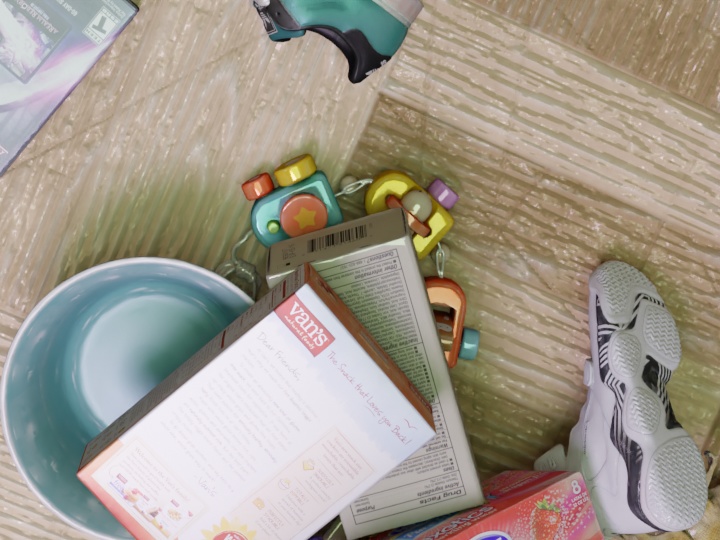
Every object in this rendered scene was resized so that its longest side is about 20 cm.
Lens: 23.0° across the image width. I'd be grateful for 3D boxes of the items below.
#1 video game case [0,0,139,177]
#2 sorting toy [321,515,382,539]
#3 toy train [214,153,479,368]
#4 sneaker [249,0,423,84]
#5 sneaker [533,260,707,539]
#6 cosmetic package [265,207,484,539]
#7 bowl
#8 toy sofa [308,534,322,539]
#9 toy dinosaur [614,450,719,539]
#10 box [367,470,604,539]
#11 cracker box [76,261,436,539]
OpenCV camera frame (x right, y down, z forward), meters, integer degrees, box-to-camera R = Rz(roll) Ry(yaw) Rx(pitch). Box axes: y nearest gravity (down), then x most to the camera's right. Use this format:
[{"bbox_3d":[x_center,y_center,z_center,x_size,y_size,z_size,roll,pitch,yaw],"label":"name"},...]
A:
[{"bbox_3d":[-0.270,-0.152,1.221,0.143,0.019,0.200,40,95,-11],"label":"video game case"},{"bbox_3d":[0.036,0.261,1.294,0.185,0.036,0.201,39,82,-10],"label":"sorting toy"},{"bbox_3d":[0.000,0.000,1.252,0.198,0.056,0.152,14,99,-7],"label":"toy train"},{"bbox_3d":[-0.057,-0.202,1.200,0.199,0.071,0.080,32,93,-11],"label":"sneaker"},{"bbox_3d":[0.175,0.101,1.270,0.075,0.115,0.202,7,63,-38],"label":"sneaker"},{"bbox_3d":[0.011,0.071,1.213,0.102,0.073,0.202,-14,108,3],"label":"cosmetic package"},{"bbox_3d":[-0.144,0.080,1.231,0.198,0.105,0.203,-1,101,-4],"label":"bowl"},{"bbox_3d":[-0.117,0.241,1.231,0.083,0.097,0.201,42,69,-10],"label":"toy sofa"},{"bbox_3d":[0.237,0.205,1.310,0.101,0.058,0.201,33,97,-11],"label":"toy dinosaur"},{"bbox_3d":[0.065,0.218,1.215,0.199,0.102,0.096,-22,95,-27],"label":"box"},{"bbox_3d":[-0.067,0.110,1.154,0.199,0.058,0.134,-39,103,9],"label":"cracker box"}]
